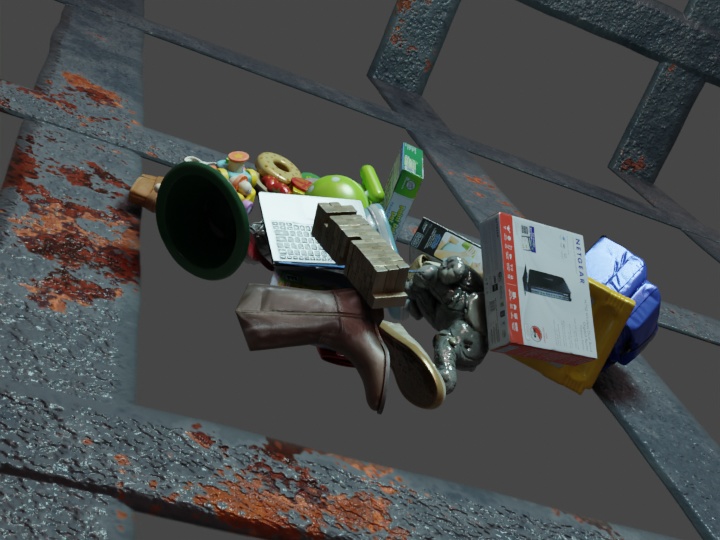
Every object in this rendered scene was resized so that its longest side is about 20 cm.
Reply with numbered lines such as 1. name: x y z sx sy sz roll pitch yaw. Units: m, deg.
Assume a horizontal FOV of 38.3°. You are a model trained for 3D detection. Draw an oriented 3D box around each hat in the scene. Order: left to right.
1. hat: -0.184 -0.088 1.508 0.166 0.201 0.176 43 38 10

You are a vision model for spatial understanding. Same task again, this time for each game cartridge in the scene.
1. game cartridge: -0.070 0.046 1.487 0.131 0.041 0.201 17 23 -5
2. game cartridge: 0.314 0.082 1.665 0.198 0.178 0.032 28 19 14

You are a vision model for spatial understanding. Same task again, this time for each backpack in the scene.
1. backpack: 0.418 0.082 1.768 0.162 0.201 0.168 -37 57 -18

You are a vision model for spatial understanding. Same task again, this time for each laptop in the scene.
1. laptop: -0.032 -0.057 1.539 0.185 0.116 0.202 3 58 -31

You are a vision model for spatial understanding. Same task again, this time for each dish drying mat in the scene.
1. dish drying mat: -0.041 0.081 1.496 0.076 0.018 0.201 12 24 -19

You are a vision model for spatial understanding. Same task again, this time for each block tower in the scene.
1. block tower: -0.001 -0.025 1.415 0.053 0.058 0.200 -4 34 -29

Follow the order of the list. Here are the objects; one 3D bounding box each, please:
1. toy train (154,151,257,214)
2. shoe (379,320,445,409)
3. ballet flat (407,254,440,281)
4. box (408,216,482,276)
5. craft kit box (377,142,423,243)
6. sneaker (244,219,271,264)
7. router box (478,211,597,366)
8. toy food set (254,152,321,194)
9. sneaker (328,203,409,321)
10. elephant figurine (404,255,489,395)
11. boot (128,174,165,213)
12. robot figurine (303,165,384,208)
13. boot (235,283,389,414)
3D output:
1. toy train: -0.229 -0.147 1.598 0.148 0.056 0.201 17 25 -6
2. shoe: 0.070 0.124 1.435 0.053 0.071 0.200 1 26 -30
3. ballet flat: 0.160 0.037 1.771 0.199 0.066 0.070 34 22 25
4. box: 0.186 -0.010 1.857 0.198 0.061 0.117 28 -12 11
5. craft kit box: 0.054 -0.107 1.822 0.048 0.199 0.200 24 20 -5
6. sneaker: -0.147 -0.064 1.639 0.198 0.083 0.075 -6 34 -44
7. router box: 0.264 0.030 1.546 0.178 0.049 0.203 11 66 -33
8. toy food set: -0.112 -0.155 1.976 0.196 0.049 0.200 20 20 -13
9. sneaker: 0.000 0.000 1.662 0.129 0.080 0.202 -14 67 -9
10. elephant figurine: 0.151 0.093 1.549 0.142 0.153 0.202 74 -8 -62
11. boot: -0.278 -0.122 1.671 0.152 0.075 0.200 14 9 3
12. robot figurine: -0.039 -0.103 1.788 0.200 0.174 0.117 -12 78 -83
13. boot: -0.065 0.101 1.349 0.197 0.065 0.188 2 54 -12
